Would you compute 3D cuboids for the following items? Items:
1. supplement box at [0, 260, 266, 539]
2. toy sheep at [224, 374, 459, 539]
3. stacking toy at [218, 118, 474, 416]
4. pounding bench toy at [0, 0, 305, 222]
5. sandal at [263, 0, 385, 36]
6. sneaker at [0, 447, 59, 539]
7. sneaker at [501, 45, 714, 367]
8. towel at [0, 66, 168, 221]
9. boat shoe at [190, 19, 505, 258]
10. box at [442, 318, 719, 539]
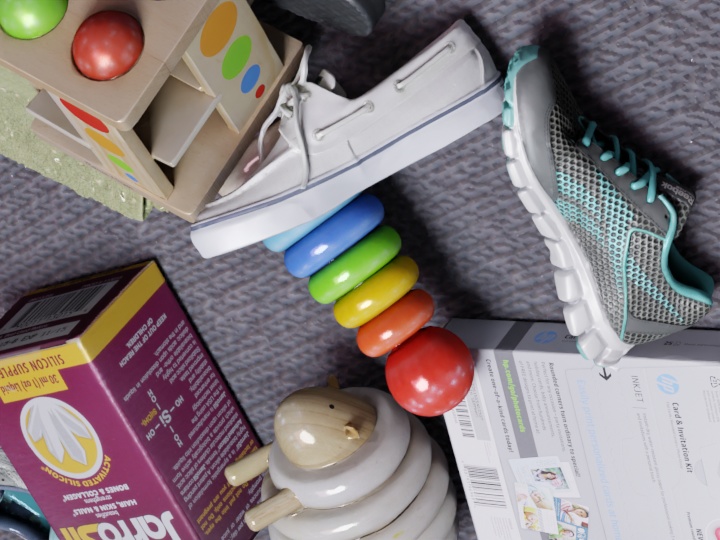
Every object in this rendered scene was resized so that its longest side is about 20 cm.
[{"bbox_3d":[-0.163,0.111,1.579,0.130,0.103,0.201,-14,114,38],"label":"supplement box"},{"bbox_3d":[-0.002,0.152,1.491,0.137,0.138,0.201,1,136,32],"label":"toy sheep"},{"bbox_3d":[0.000,0.000,1.387,0.085,0.085,0.201,-35,91,43],"label":"stacking toy"},{"bbox_3d":[-0.160,-0.149,1.318,0.199,0.125,0.156,28,168,23],"label":"pounding bench toy"},{"bbox_3d":[-0.070,-0.196,1.331,0.199,0.048,0.075,26,165,13],"label":"sandal"},{"bbox_3d":[-0.269,0.137,1.676,0.199,0.086,0.078,35,133,6],"label":"sneaker"},{"bbox_3d":[0.143,-0.044,1.308,0.091,0.078,0.201,-15,118,21],"label":"sneaker"},{"bbox_3d":[-0.197,-0.123,1.477,0.199,0.037,0.149,23,132,15],"label":"towel"},{"bbox_3d":[-0.018,-0.085,1.308,0.201,0.075,0.087,-28,98,-2],"label":"boat shoe"},{"bbox_3d":[0.151,0.107,1.421,0.199,0.041,0.157,2,123,32],"label":"box"}]
